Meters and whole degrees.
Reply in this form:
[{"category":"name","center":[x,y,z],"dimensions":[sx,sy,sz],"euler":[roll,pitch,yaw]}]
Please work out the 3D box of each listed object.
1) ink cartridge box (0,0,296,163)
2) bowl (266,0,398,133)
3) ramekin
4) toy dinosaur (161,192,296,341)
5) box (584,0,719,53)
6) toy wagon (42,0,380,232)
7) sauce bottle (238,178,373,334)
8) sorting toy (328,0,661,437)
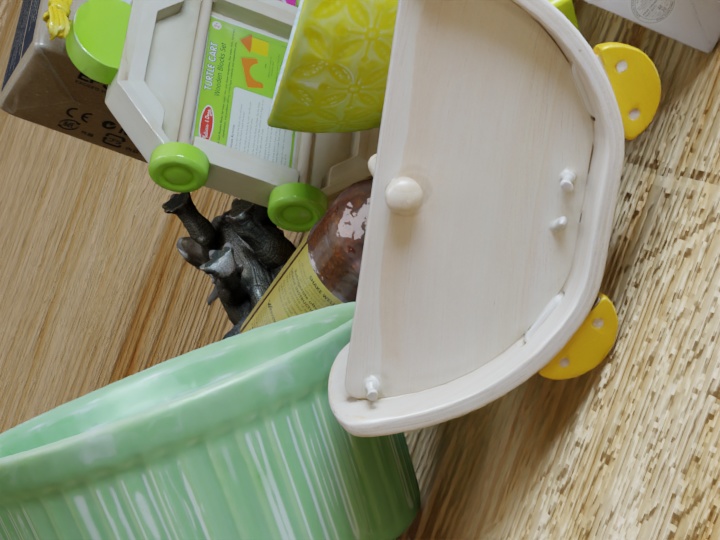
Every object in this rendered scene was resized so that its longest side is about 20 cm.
[{"category":"ink cartridge box","center":[-0.096,-0.142,1.342],"dimensions":[0.075,0.200,0.165],"euler":[132,151,-51]},{"category":"bowl","center":[0.032,-0.150,1.083],"dimensions":[0.200,0.107,0.201],"euler":[-164,90,-86]},{"category":"ramekin","center":[-0.070,0.094,1.021],"dimensions":[0.098,0.200,0.200],"euler":[69,162,-4]},{"category":"toy dinosaur","center":[-0.057,0.003,1.286],"dimensions":[0.077,0.102,0.200],"euler":[-35,34,-1]},{"category":"box","center":[0.124,-0.188,0.945],"dimensions":[0.200,0.060,0.117],"euler":[-99,33,-58]},{"category":"toy wagon","center":[-0.081,-0.107,1.253],"dimensions":[0.040,0.200,0.156],"euler":[127,155,-50]},{"category":"sauce bottle","center":[0.000,0.000,1.123],"dimensions":[0.200,0.066,0.066],"euler":[129,154,-48]},{"category":"sorting toy","center":[0.044,-0.058,0.938],"dimensions":[0.180,0.107,0.201],"euler":[-107,23,-65]}]
